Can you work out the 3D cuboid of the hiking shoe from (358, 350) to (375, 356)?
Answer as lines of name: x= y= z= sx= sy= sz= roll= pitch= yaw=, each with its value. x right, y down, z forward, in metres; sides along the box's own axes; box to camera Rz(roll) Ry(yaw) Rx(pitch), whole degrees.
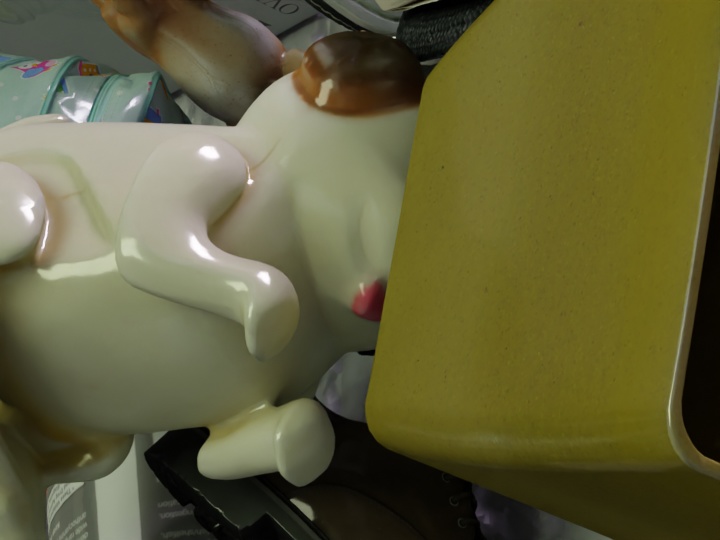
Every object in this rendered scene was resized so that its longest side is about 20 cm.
hiking shoe: x=0.000 y=0.000 z=0.983 sx=0.200 sy=0.074 sz=0.087 roll=-25 pitch=48 yaw=-3

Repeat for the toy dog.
toy dog: x=-0.052 y=-0.001 z=0.907 sx=0.200 sy=0.140 sz=0.194 roll=-17 pitch=28 yaw=2

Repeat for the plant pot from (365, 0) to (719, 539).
plant pot: x=0.115 y=0.002 z=0.815 sx=0.176 sy=0.200 sz=0.200 roll=-14 pitch=59 yaw=49

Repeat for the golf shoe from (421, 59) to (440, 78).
golf shoe: x=0.029 y=-0.169 z=1.086 sx=0.078 sy=0.094 sz=0.200 roll=29 pitch=94 yaw=51

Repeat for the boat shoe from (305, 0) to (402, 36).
boat shoe: x=-0.046 y=-0.171 z=1.046 sx=0.076 sy=0.200 sz=0.060 roll=-41 pitch=6 yaw=-30

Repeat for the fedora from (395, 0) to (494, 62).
fedora: x=0.107 y=-0.104 z=0.938 sx=0.200 sy=0.092 sz=0.201 roll=-35 pitch=12 yaw=9

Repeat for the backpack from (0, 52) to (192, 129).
backpack: x=-0.130 y=-0.019 z=1.099 sx=0.126 sy=0.200 sz=0.167 roll=0 pitch=68 yaw=10

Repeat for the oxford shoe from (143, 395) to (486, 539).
oxford shoe: x=0.020 y=0.100 z=0.925 sx=0.200 sy=0.073 sz=0.084 roll=40 pitch=73 yaw=17

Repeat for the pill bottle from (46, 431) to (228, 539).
pill bottle: x=-0.064 y=0.146 z=1.001 sx=0.111 sy=0.111 sz=0.200 roll=-35 pitch=46 yaw=32

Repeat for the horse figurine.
horse figurine: x=-0.046 y=-0.089 z=1.061 sx=0.050 sy=0.200 sz=0.133 roll=-60 pitch=11 yaw=-15

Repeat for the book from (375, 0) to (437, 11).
book: x=0.090 y=-0.171 z=0.901 sx=0.200 sy=0.048 sz=0.134 roll=-40 pitch=7 yaw=-13

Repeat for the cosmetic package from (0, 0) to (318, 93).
cosmetic package: x=-0.127 y=-0.182 z=1.185 sx=0.200 sy=0.199 sz=0.123 roll=-24 pitch=53 yaw=40
